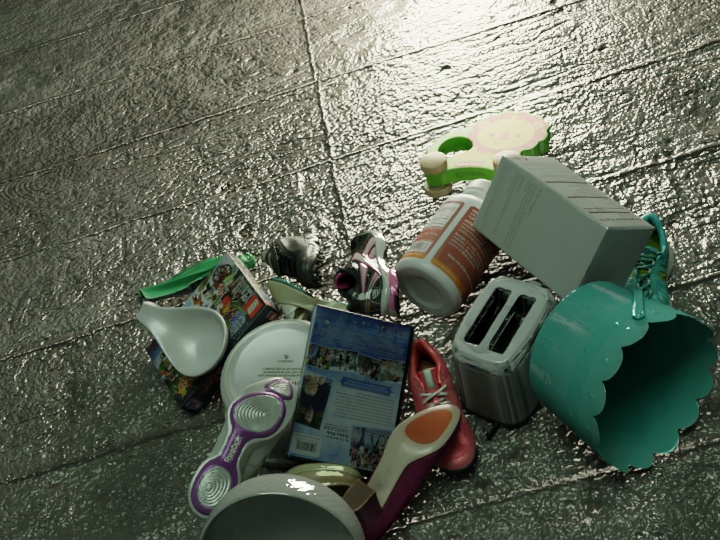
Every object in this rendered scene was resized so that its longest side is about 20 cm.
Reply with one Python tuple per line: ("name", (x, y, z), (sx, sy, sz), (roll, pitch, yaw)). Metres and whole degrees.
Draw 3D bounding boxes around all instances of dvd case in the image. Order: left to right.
("dvd case", (-0.011, 0.157, 1.238), (0.141, 0.018, 0.203), (13, 77, -15))

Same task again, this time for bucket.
("bucket", (0.311, 0.119, 1.145), (0.206, 0.209, 0.135), (-35, 38, -15))

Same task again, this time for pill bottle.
("pill bottle", (0.145, -0.038, 1.412), (0.111, 0.113, 0.201), (19, 56, 33))

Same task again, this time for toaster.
("toaster", (0.190, 0.106, 1.247), (0.113, 0.130, 0.201), (18, 56, 33))

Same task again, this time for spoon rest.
("spoon rest", (-0.265, 0.089, 1.380), (0.199, 0.060, 0.100), (20, 82, 41))

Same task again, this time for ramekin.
("ramekin", (-0.101, 0.158, 1.310), (0.199, 0.095, 0.204), (-6, 52, 8))

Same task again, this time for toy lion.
("toy lion", (0.213, -0.203, 1.587), (0.197, 0.069, 0.193), (1, 42, 21))

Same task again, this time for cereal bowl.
("cereal bowl", (-0.087, 0.318, 1.112), (0.197, 0.202, 0.084), (-12, 22, 9))

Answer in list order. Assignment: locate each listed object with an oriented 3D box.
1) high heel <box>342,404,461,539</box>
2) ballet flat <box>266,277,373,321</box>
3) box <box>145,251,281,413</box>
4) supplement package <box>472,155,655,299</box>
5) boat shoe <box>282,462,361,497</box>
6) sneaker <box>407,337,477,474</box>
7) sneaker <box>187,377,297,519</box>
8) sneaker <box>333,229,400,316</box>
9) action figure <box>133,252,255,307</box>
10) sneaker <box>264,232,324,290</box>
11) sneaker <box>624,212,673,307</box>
("high heel", (0.056, 0.253, 1.184), (0.199, 0.097, 0.067), (-37, 47, -19))
("ballet flat", (-0.072, 0.066, 1.430), (0.198, 0.070, 0.070), (17, 55, 31))
("box", (-0.220, 0.091, 1.411), (0.200, 0.038, 0.137), (-50, 49, 7))
("supplement package", (0.273, -0.059, 1.300), (0.116, 0.118, 0.200), (-3, 36, -42))
("boat shoe", (-0.090, 0.297, 1.211), (0.197, 0.072, 0.066), (-15, 49, 14))
("sneaker", (0.094, 0.173, 1.247), (0.073, 0.087, 0.201), (-20, 45, 1))
("sneaker", (-0.151, 0.221, 1.194), (0.074, 0.100, 0.201), (33, 68, 6))
("sneaker", (0.000, 0.000, 1.415), (0.085, 0.081, 0.200), (-4, 25, -9))
("action figure", (-0.259, 0.016, 1.534), (0.198, 0.055, 0.118), (-23, 13, -20))
("sneaker", (-0.102, -0.012, 1.455), (0.089, 0.067, 0.200), (-4, 15, -3))
("sneaker", (0.388, 0.008, 1.304), (0.076, 0.080, 0.202), (-1, 49, 19))
